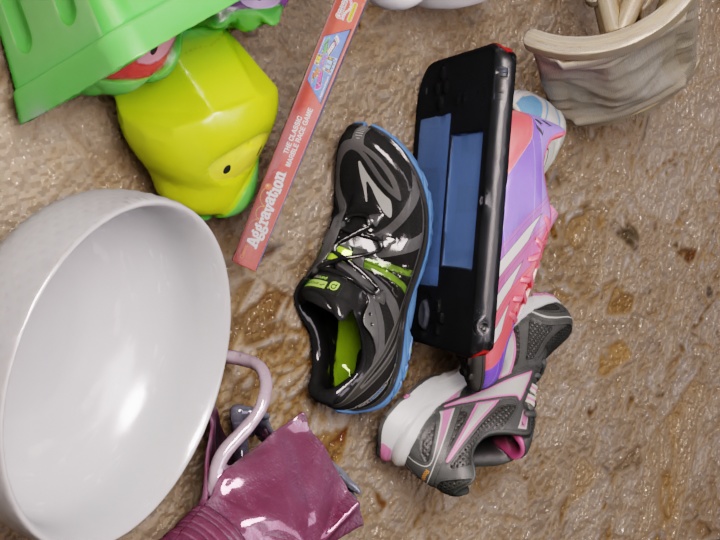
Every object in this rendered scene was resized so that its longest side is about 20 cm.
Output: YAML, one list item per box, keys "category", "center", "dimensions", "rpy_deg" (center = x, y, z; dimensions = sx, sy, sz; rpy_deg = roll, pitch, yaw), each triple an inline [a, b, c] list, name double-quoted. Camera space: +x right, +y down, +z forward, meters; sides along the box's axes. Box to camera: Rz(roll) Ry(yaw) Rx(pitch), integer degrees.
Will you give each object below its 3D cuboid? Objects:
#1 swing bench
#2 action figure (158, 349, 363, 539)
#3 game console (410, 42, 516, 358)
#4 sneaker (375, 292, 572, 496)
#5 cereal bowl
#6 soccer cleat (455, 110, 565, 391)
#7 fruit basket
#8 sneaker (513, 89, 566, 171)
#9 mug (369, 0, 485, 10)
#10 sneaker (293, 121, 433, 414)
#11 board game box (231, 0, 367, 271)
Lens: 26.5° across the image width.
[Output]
- category: "swing bench"
  center: [0.200, -0.223, 1.132]
  dimensions: [0.199, 0.128, 0.203]
  rpy_deg: [36, 60, -76]
- category: "action figure"
  center: [-0.086, 0.166, 0.927]
  dimensions: [0.200, 0.133, 0.150]
  rpy_deg: [-43, 124, -39]
- category: "game console"
  center: [0.065, -0.047, 1.048]
  dimensions: [0.031, 0.177, 0.203]
  rpy_deg: [4, 91, -10]
- category: "sneaker"
  center: [0.102, 0.102, 1.147]
  dimensions: [0.200, 0.086, 0.081]
  rpy_deg: [-39, 158, -30]
- category: "cereal bowl"
  center: [-0.160, 0.048, 0.847]
  dimensions: [0.200, 0.082, 0.202]
  rpy_deg: [-40, 139, -48]
- category: "soccer cleat"
  center: [0.106, -0.014, 1.092]
  dimensions: [0.072, 0.068, 0.203]
  rpy_deg: [4, 87, -10]
- category: "fruit basket"
  center: [-0.096, -0.127, 0.879]
  dimensions: [0.214, 0.155, 0.219]
  rpy_deg: [10, 74, -38]
- category: "sneaker"
  center: [0.091, -0.042, 1.156]
  dimensions: [0.072, 0.072, 0.202]
  rpy_deg: [23, 83, -12]
- category: "mug"
  center: [0.040, -0.255, 0.993]
  dimensions: [0.201, 0.146, 0.177]
  rpy_deg: [-58, 143, -39]
- category: "sneaker"
  center: [0.000, 0.000, 1.045]
  dimensions: [0.082, 0.070, 0.203]
  rpy_deg: [-3, 101, -54]
- category: "board game box"
  center: [-0.029, -0.105, 0.923]
  dimensions: [0.103, 0.019, 0.201]
  rpy_deg: [-74, -172, -56]
